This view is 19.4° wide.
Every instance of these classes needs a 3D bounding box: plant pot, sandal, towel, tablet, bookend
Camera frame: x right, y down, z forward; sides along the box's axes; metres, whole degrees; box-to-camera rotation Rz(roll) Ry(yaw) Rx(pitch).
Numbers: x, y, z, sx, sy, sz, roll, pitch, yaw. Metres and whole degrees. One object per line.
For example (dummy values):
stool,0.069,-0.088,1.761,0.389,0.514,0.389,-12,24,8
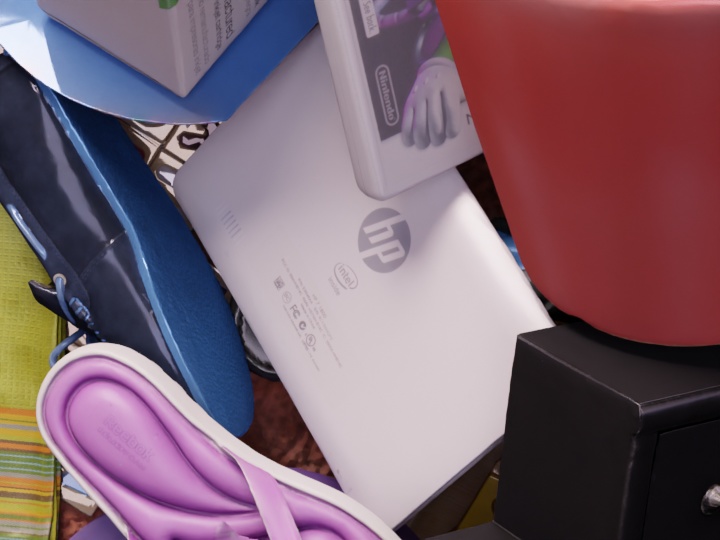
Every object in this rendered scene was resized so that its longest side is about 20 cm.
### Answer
plant pot,0.122,-0.082,0.797,0.199,0.201,0.178,-9,129,0
sandal,-0.060,0.110,0.875,0.202,0.050,0.083,35,103,12
towel,-0.181,0.036,0.985,0.085,0.018,0.201,2,95,-2
tablet,0.000,0.000,0.916,0.130,0.014,0.201,-43,67,28
bookend,0.079,0.115,0.818,0.198,0.092,0.201,-9,114,-34

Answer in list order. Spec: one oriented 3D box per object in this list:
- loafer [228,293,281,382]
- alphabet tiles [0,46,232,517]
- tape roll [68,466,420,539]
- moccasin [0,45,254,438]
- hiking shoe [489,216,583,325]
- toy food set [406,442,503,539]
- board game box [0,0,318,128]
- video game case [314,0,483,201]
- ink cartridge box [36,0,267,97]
loafer,-0.001,-0.039,0.961,0.068,0.070,0.201,31,95,-2
alphabet tiles,-0.143,-0.011,0.993,0.167,0.008,0.201,33,94,-3
tape roll,-0.053,0.191,0.945,0.199,0.085,0.201,0,91,18
moccasin,-0.116,-0.006,0.949,0.068,0.080,0.201,-28,87,20
hiking shoe,0.089,-0.003,0.938,0.199,0.087,0.075,-15,130,19
toy food set,0.096,0.163,0.965,0.199,0.060,0.144,32,101,6
board game box,-0.079,-0.145,0.950,0.158,0.039,0.200,35,68,15
video game case,0.058,-0.151,0.849,0.181,0.023,0.201,-27,121,-22
ink cartridge box,-0.050,-0.197,0.869,0.084,0.146,0.200,32,67,15
